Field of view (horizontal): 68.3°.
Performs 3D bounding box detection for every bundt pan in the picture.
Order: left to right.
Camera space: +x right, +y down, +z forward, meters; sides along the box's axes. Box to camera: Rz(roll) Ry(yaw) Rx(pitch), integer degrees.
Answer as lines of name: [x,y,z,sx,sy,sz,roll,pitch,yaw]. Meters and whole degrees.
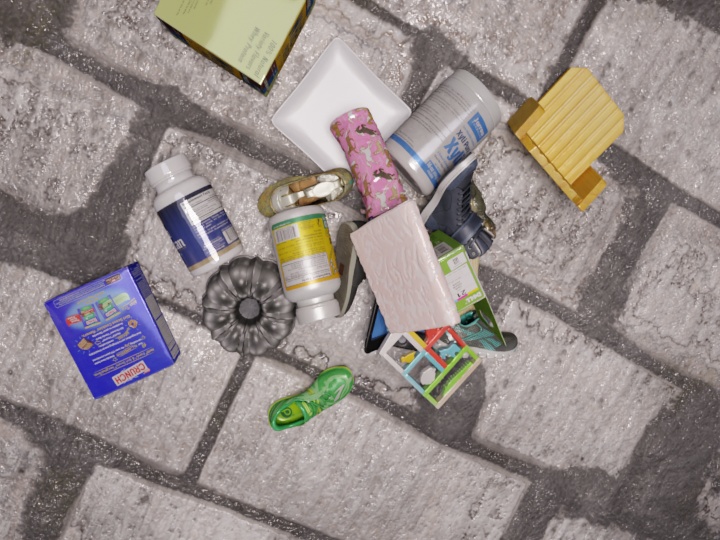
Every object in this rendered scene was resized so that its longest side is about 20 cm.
bundt pan: [-0.215,0.075,1.031,0.196,0.076,0.208,-1,99,-7]

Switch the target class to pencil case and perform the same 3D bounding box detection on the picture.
pencil case: [0.015,-0.188,0.951,0.085,0.083,0.204,-21,85,0]

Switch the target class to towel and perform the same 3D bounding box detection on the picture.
towel: [0.070,0.003,0.886,0.032,0.190,0.204,-23,91,-30]

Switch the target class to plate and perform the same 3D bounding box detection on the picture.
plate: [-0.036,-0.292,1.009,0.199,0.032,0.201,40,93,-12]

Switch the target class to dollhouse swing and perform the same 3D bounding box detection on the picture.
dollhouse swing: [0.412,-0.262,1.004,0.200,0.183,0.175,44,113,-11]

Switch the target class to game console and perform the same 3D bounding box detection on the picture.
game console: [0.102,0.069,1.045,0.171,0.116,0.205,13,99,-8]

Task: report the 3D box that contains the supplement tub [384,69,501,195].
supplement tub: [0.148,-0.252,0.987,0.200,0.132,0.132,-44,102,4]

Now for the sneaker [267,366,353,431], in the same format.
sneaker: [-0.096,0.269,1.073,0.197,0.084,0.075,-32,102,-1]

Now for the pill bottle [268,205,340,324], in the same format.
pill bottle: [-0.098,-0.008,0.991,0.110,0.113,0.205,-13,88,-4]

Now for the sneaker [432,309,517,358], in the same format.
sneaker: [0.241,0.126,1.076,0.195,0.077,0.094,3,103,-24]

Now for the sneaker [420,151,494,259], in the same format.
sneaker: [0.197,-0.108,0.961,0.146,0.203,0.077,44,62,9]

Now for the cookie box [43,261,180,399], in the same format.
cookie box: [-0.464,0.113,1.007,0.168,0.075,0.204,-22,101,-3]

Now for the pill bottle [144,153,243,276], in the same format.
pill bottle: [-0.307,-0.102,0.970,0.109,0.111,0.203,-27,101,-1]

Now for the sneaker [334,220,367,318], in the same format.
sneaker: [0.000,0.000,1.045,0.104,0.075,0.204,-8,124,-37]

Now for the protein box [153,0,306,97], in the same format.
protein box: [-0.203,-0.449,0.909,0.197,0.135,0.201,30,95,-10]

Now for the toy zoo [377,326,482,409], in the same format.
toy zoo: [0.123,0.152,1.013,0.131,0.020,0.200,-45,103,0]

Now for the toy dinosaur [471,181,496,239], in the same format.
toy dinosaur: [0.207,-0.149,1.057,0.086,0.047,0.204,-23,100,-12]

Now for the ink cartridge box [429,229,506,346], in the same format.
ink cartridge box: [0.171,0.044,0.953,0.075,0.148,0.203,-28,106,0]

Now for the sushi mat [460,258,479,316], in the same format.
sushi mat: [0.198,0.045,1.080,0.093,0.012,0.205,-7,109,-20]

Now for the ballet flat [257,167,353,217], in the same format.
ballet flat: [-0.107,-0.143,0.992,0.195,0.071,0.072,-15,102,8]
